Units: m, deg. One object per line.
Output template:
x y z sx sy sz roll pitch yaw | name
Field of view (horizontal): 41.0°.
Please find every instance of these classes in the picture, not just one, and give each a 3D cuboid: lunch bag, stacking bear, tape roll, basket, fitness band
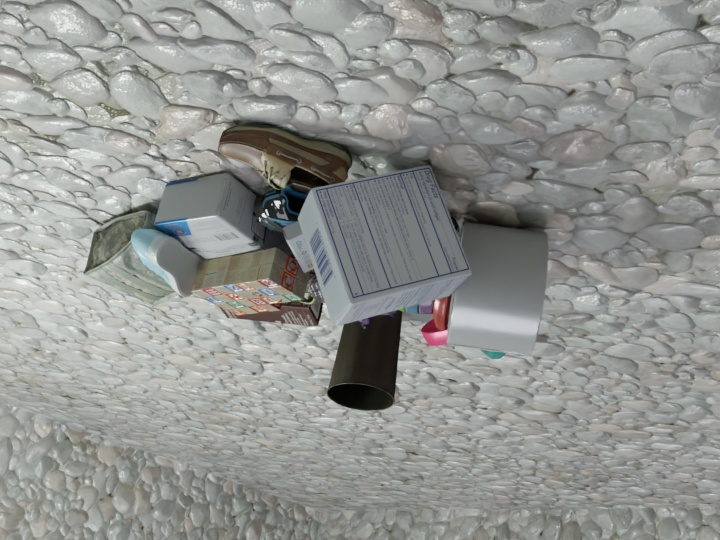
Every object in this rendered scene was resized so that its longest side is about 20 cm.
-0.382 -0.028 1.776 0.200 0.118 0.164 -22 142 40 | lunch bag
0.067 0.018 1.722 0.199 0.122 0.114 13 159 12 | stacking bear
0.220 0.028 1.560 0.138 0.204 0.203 7 156 4 | tape roll
0.016 0.162 1.936 0.135 0.201 0.180 12 155 -3 | basket
0.201 0.086 1.776 0.200 0.144 0.038 -18 108 45 | fitness band

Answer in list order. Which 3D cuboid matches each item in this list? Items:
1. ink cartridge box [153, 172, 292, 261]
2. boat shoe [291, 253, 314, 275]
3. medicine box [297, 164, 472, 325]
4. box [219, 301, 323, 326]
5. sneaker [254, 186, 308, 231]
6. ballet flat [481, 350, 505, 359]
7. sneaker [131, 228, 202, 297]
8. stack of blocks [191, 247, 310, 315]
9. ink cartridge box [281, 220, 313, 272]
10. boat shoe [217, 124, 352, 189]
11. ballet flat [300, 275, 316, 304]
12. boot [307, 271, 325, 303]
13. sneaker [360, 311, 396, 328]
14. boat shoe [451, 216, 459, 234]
-0.226 -0.074 1.643 0.146 0.086 0.200 -5 154 33 | ink cartridge box
-0.072 -0.024 1.713 0.198 0.075 0.066 1 157 21 | boat shoe
0.034 -0.038 1.419 0.199 0.183 0.103 -13 163 -21 | medicine box
-0.183 0.055 1.936 0.199 0.075 0.100 6 156 13 | box
-0.077 -0.078 1.596 0.199 0.074 0.082 22 149 -31 | sneaker
0.236 0.120 1.947 0.200 0.068 0.070 27 127 -35 | ballet flat
-0.337 -0.022 1.680 0.082 0.074 0.200 29 162 21 | sneaker
-0.180 0.022 1.660 0.199 0.059 0.115 -9 150 41 | stack of blocks
-0.020 -0.072 1.559 0.199 0.037 0.095 -23 143 1 | ink cartridge box
-0.113 -0.160 1.422 0.199 0.074 0.076 10 156 -2 | boat shoe
-0.159 0.006 1.782 0.199 0.071 0.071 24 155 -5 | ballet flat
0.000 0.000 1.615 0.200 0.097 0.075 -20 99 46 | boot
0.062 0.028 1.643 0.199 0.075 0.088 -27 115 27 | sneaker
0.069 -0.069 1.530 0.199 0.069 0.057 -6 137 -19 | boat shoe
